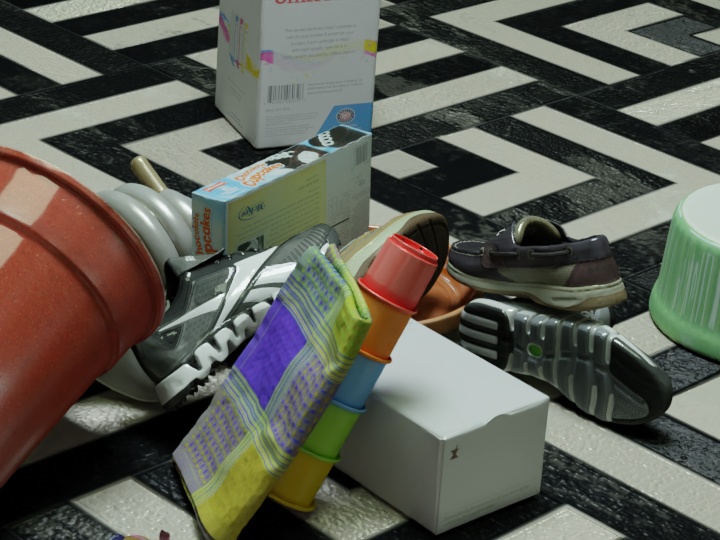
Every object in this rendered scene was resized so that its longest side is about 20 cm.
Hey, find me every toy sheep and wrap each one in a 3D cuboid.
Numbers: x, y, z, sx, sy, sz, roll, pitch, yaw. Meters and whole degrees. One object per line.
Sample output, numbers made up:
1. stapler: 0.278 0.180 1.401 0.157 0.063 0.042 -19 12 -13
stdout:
1. toy sheep: -0.179 -0.011 1.707 0.200 0.138 0.138 -32 40 -28

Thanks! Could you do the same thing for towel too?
1. towel: -0.063 0.086 1.474 0.023 0.200 0.144 28 15 -25

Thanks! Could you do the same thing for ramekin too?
1. ramekin: 0.350 0.000 1.810 0.200 0.098 0.200 3 25 -2

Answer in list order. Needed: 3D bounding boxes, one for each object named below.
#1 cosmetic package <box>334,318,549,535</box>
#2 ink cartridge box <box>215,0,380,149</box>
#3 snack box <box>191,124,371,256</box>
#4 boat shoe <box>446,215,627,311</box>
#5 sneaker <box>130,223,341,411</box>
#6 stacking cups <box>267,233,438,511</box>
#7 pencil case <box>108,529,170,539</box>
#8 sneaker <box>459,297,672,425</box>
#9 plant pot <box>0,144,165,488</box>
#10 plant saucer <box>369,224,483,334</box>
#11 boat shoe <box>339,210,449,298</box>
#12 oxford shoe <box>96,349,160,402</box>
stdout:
1. cosmetic package: 0.031 0.101 1.557 0.108 0.085 0.200 -16 32 -35
2. ink cartridge box: -0.063 -0.241 2.137 0.129 0.200 0.125 -6 27 -23
3. snack box: -0.062 -0.035 1.723 0.037 0.116 0.200 17 27 31
4. boat shoe: 0.139 -0.012 1.708 0.072 0.065 0.200 -9 12 -30
5. sneaker: -0.100 0.012 1.604 0.200 0.066 0.091 -42 91 -26
6. stacking cups: -0.006 0.071 1.481 0.060 0.200 0.061 32 8 -5
7. pencil case: -0.063 0.213 1.310 0.200 0.087 0.083 8 -6 7
8. sneaker: 0.186 0.055 1.699 0.200 0.075 0.115 23 29 37
9. plant pot: -0.269 0.049 1.466 0.201 0.201 0.195 16 52 23
10. plant saucer: 0.004 0.015 1.801 0.200 0.032 0.200 3 25 -1
11. boat shoe: 0.000 0.000 1.722 0.076 0.072 0.200 5 23 31
12. oxford shoe: -0.210 0.026 1.609 0.200 0.075 0.058 45 -4 -3
